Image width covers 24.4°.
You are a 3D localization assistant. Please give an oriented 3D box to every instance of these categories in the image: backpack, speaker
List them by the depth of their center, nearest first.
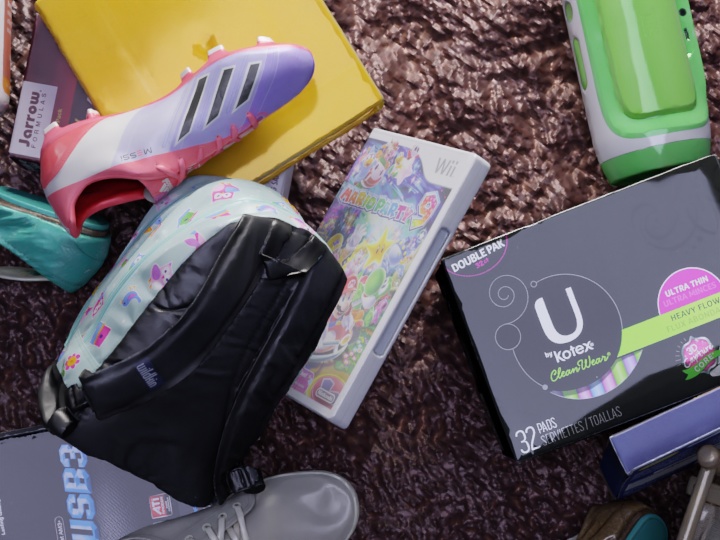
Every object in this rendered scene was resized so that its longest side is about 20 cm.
[{"bbox_3d":[-0.107,0.036,1.096,0.166,0.127,0.201,30,97,-39],"label":"backpack"},{"bbox_3d":[0.192,-0.167,1.191,0.088,0.088,0.202,-11,85,-1],"label":"speaker"}]

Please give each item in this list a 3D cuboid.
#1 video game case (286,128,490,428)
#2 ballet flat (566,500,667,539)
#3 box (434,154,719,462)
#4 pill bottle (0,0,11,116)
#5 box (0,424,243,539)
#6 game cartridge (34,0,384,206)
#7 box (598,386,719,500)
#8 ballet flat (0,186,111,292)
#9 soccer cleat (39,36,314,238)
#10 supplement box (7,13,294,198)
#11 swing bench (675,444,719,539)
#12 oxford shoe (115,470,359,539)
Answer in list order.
[{"bbox_3d":[0.000,0.000,1.156,0.018,0.143,0.201,32,85,-30],"label":"video game case"},{"bbox_3d":[0.137,0.239,1.148,0.068,0.072,0.201,50,63,-33],"label":"ballet flat"},{"bbox_3d":[0.169,0.029,1.153,0.198,0.124,0.150,-21,86,-1],"label":"box"},{"bbox_3d":[-0.303,-0.211,1.185,0.111,0.112,0.202,0,84,0],"label":"pill bottle"},{"bbox_3d":[-0.172,0.201,1.179,0.196,0.050,0.202,-9,84,-1],"label":"box"},{"bbox_3d":[-0.107,-0.153,1.161,0.175,0.032,0.201,-31,83,-3],"label":"game cartridge"},{"bbox_3d":[0.221,0.106,1.105,0.120,0.200,0.033,-25,77,-1],"label":"box"},{"bbox_3d":[-0.277,-0.039,1.195,0.199,0.067,0.071,25,99,5],"label":"ballet flat"},{"bbox_3d":[-0.117,-0.088,1.101,0.198,0.067,0.077,-21,66,3],"label":"soccer cleat"},{"bbox_3d":[-0.143,-0.110,1.200,0.198,0.061,0.110,10,85,2],"label":"supplement box"},{"bbox_3d":[0.250,0.234,1.102,0.129,0.200,0.201,20,84,12],"label":"swing bench"},{"bbox_3d":[-0.094,0.189,1.128,0.198,0.058,0.076,-17,82,-4],"label":"oxford shoe"}]
